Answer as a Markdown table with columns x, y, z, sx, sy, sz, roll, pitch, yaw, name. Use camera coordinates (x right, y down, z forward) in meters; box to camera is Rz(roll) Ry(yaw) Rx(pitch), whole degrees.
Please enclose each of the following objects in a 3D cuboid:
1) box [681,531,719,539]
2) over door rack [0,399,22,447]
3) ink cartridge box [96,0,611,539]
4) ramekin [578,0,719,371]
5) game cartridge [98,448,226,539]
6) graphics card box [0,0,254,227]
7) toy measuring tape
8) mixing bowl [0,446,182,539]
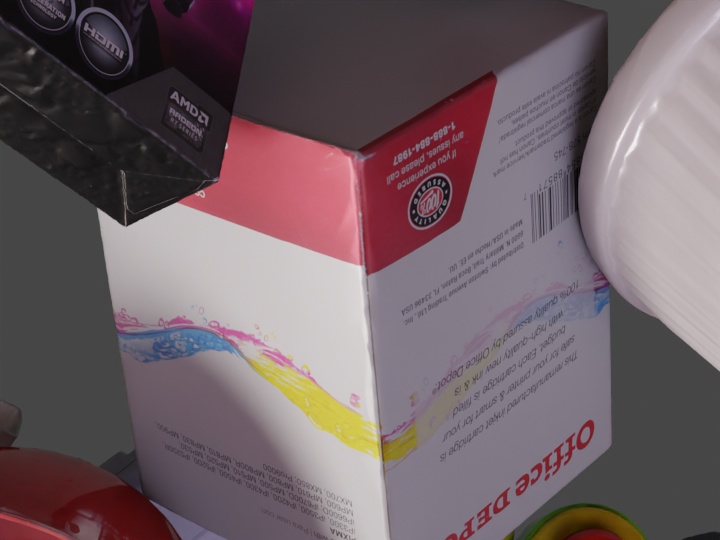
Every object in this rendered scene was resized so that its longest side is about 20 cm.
| x | y | z | sx | sy | sz | roll | pitch | yaw | name |
| --- | --- | --- | --- | --- | --- | --- | --- | --- | --- |
| 0.275 | 0.224 | 1.099 | 0.196 | 0.117 | 0.200 | -13 | 120 | -16 | box |
| -0.175 | -0.017 | 0.803 | 0.200 | 0.067 | 0.148 | 27 | 105 | -32 | over door rack |
| 0.000 | 0.000 | 0.814 | 0.145 | 0.145 | 0.200 | -33 | 130 | -40 | ink cartridge box |
| 0.188 | -0.035 | 0.774 | 0.202 | 0.094 | 0.203 | -20 | 139 | -19 | ramekin |
| -0.088 | 0.178 | 0.967 | 0.133 | 0.041 | 0.200 | -36 | 125 | 3 | game cartridge |
| -0.090 | -0.130 | 0.707 | 0.051 | 0.200 | 0.125 | -22 | 134 | 37 | graphics card box |
| 0.136 | 0.168 | 1.008 | 0.200 | 0.074 | 0.074 | 36 | 101 | 0 | toy measuring tape |
| -0.136 | 0.146 | 0.834 | 0.200 | 0.108 | 0.200 | 4 | 117 | 8 | mixing bowl |
